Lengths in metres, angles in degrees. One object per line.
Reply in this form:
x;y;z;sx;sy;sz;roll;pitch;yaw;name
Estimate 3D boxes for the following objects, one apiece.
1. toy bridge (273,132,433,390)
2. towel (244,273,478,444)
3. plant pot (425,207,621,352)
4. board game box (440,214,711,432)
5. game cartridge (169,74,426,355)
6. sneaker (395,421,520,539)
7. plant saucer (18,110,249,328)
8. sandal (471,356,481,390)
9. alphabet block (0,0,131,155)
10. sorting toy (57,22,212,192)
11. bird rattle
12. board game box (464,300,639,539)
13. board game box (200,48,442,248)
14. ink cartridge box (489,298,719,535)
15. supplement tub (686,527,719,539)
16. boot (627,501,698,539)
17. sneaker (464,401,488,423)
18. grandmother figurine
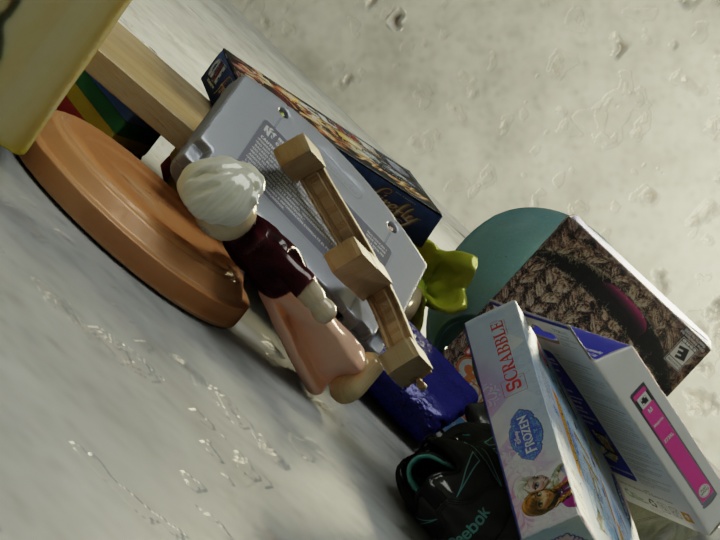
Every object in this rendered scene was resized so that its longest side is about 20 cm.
0.000;0.000;1.379;0.201;0.027;0.067;62;8;27;toy bridge
-0.002;0.053;1.558;0.200;0.050;0.148;44;14;8;towel
0.136;0.059;1.800;0.200;0.200;0.135;44;36;11;plant pot
0.165;0.079;1.665;0.159;0.200;0.097;43;8;6;board game box
-0.040;-0.040;1.442;0.200;0.041;0.133;46;39;-12;game cartridge
0.066;0.132;1.327;0.079;0.075;0.200;39;7;-11;sneaker
-0.148;-0.041;1.343;0.200;0.032;0.200;43;7;-6;plant saucer
0.111;0.142;1.454;0.082;0.054;0.201;-89;157;-61;sandal
-0.226;-0.219;1.230;0.195;0.200;0.196;36;9;-14;alphabet block
-0.152;-0.101;1.529;0.200;0.070;0.199;41;7;-19;sorting toy
-0.005;-0.010;1.708;0.200;0.113;0.163;40;23;5;bird rattle
0.137;0.153;1.283;0.200;0.041;0.200;58;13;-36;board game box
-0.034;-0.102;1.649;0.199;0.035;0.136;32;10;-19;board game box
0.170;0.090;1.356;0.200;0.037;0.095;52;-16;-27;ink cartridge box
0.276;0.278;1.331;0.144;0.144;0.200;36;9;-43;supplement tub
0.203;0.202;1.485;0.067;0.131;0.200;-7;-23;34;boot
0.159;0.157;1.551;0.200;0.091;0.076;54;6;-39;sneaker
-0.054;0.004;1.317;0.121;0.061;0.200;21;-27;50;grandmother figurine
